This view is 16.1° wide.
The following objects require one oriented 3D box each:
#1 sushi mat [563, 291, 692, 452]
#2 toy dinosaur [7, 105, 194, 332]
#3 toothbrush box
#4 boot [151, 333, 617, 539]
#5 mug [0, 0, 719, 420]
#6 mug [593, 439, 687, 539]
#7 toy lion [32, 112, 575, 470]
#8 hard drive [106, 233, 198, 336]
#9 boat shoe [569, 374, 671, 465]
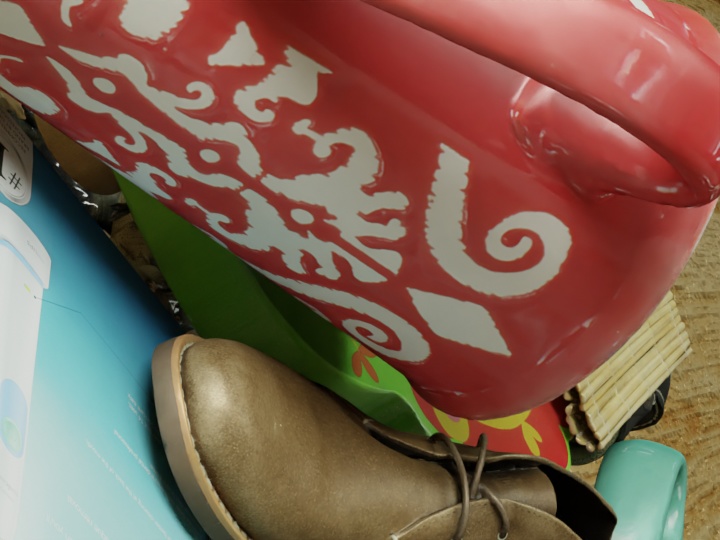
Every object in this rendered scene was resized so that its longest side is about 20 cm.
[{"bbox_3d":[0.089,0.004,0.954,0.096,0.012,0.200,70,18,-2],"label":"sushi mat"},{"bbox_3d":[-0.076,-0.037,0.858,0.088,0.047,0.200,40,29,-11],"label":"toy dinosaur"},{"bbox_3d":[-0.099,0.072,0.639,0.147,0.085,0.200,54,20,-38],"label":"toothbrush box"},{"bbox_3d":[0.012,0.061,0.728,0.200,0.075,0.074,37,38,-51],"label":"boot"},{"bbox_3d":[0.000,-0.072,0.667,0.200,0.177,0.134,32,48,-29],"label":"mug"},{"bbox_3d":[0.088,0.176,0.970,0.185,0.152,0.114,61,23,-6],"label":"mug"},{"bbox_3d":[0.000,0.000,0.829,0.192,0.069,0.200,64,25,5],"label":"toy lion"},{"bbox_3d":[-0.049,0.086,0.880,0.201,0.026,0.132,62,17,-15],"label":"hard drive"},{"bbox_3d":[0.081,0.047,1.028,0.201,0.071,0.066,39,44,-65],"label":"boat shoe"}]
